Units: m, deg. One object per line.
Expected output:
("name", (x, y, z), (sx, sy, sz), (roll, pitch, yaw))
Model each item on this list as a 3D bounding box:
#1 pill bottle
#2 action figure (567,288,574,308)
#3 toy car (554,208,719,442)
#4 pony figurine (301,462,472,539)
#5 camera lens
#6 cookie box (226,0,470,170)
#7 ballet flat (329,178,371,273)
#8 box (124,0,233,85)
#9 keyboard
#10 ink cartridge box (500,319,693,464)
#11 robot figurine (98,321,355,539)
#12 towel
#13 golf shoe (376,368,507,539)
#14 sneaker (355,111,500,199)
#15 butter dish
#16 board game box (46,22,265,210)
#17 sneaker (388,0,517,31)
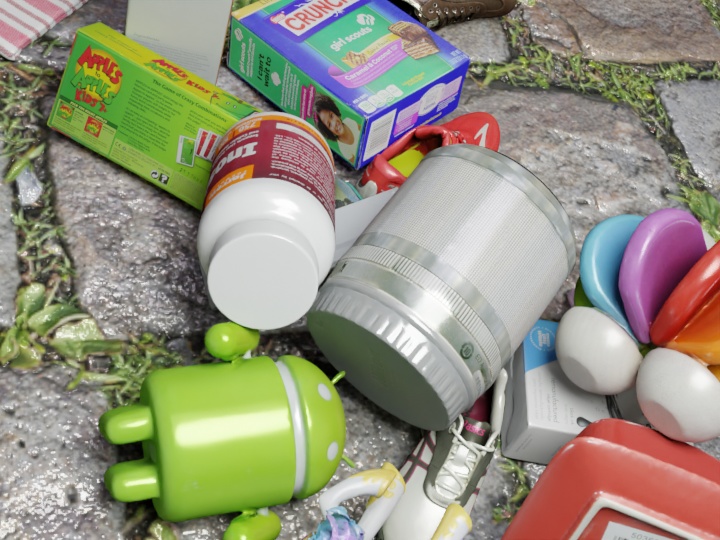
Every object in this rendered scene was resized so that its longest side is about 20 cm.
("pill bottle", (-0.076, -0.043, 0.870), (0.112, 0.114, 0.201), (12, 30, -9))
("action figure", (0.325, 0.061, 1.027), (0.200, 0.149, 0.134), (38, 26, -22))
("toy car", (0.255, 0.022, 0.842), (0.175, 0.151, 0.199), (-42, 45, -20))
("pony figurine", (0.002, 0.244, 0.748), (0.199, 0.167, 0.193), (-28, 65, -32))
("camera lens", (0.071, 0.009, 0.867), (0.159, 0.160, 0.200), (36, 68, 9))
("cookie box", (-0.014, -0.220, 1.109), (0.200, 0.076, 0.171), (39, 51, 21))
("ballet flat", (0.000, 0.000, 0.981), (0.074, 0.074, 0.201), (-18, 61, -28))
("box", (-0.173, -0.269, 1.030), (0.096, 0.201, 0.125), (11, 53, -10))
("keyboard", (-0.050, -0.021, 0.963), (0.198, 0.011, 0.057), (-20, 57, 0))
("ink cartridge box", (0.232, 0.123, 0.969), (0.198, 0.068, 0.117), (11, 53, -11))
("robot figurine", (-0.101, 0.129, 0.822), (0.198, 0.116, 0.178), (-5, 86, -20))
("towel", (-0.360, -0.310, 1.109), (0.146, 0.030, 0.200), (33, 55, 6))
("golf shoe", (0.071, 0.164, 0.876), (0.077, 0.088, 0.201), (25, 53, -2))
("sneaker", (0.083, -0.119, 1.080), (0.199, 0.085, 0.077), (-33, 71, -33))
("butter dish", (0.222, 0.198, 0.854), (0.198, 0.201, 0.148), (23, 34, -1))
("board game box", (-0.186, -0.139, 0.990), (0.199, 0.102, 0.048), (29, 25, 3))
("sneaker", (0.089, -0.312, 1.244), (0.198, 0.070, 0.076), (6, 73, -10))
